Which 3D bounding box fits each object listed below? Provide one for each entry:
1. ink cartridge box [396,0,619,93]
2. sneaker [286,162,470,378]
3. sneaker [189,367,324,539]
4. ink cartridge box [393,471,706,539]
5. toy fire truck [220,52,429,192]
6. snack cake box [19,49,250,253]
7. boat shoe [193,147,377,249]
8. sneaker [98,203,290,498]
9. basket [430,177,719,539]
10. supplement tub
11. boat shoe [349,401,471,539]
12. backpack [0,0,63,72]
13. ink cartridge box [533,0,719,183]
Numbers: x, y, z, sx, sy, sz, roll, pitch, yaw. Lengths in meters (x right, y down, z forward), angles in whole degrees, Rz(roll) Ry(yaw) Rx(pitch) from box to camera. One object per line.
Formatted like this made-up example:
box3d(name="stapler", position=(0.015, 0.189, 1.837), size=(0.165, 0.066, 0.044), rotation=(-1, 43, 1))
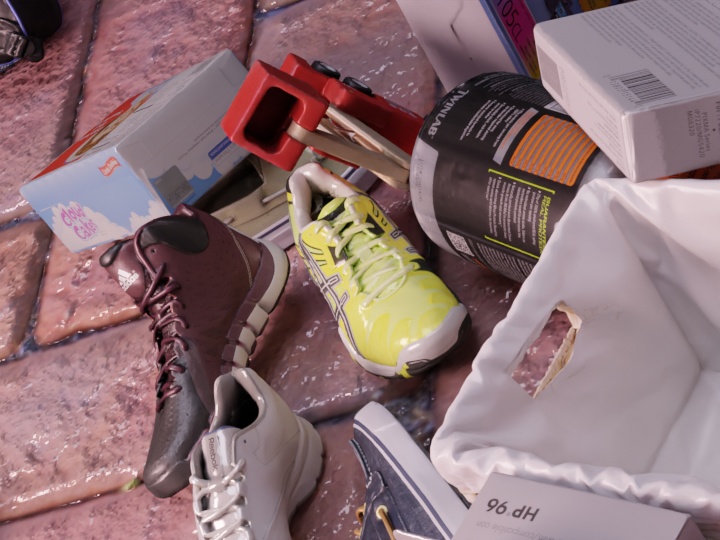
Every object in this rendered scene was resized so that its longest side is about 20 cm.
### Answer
box3d(name="ink cartridge box", position=(0.116, -0.215, 1.427), size=(0.076, 0.136, 0.200), rotation=(2, 49, 36))
box3d(name="sneaker", position=(0.000, 0.000, 1.309), size=(0.075, 0.076, 0.200), rotation=(-38, 36, -6))
box3d(name="sneaker", position=(-0.073, 0.144, 1.207), size=(0.074, 0.087, 0.200), rotation=(-19, 40, 17))
box3d(name="ink cartridge box", position=(0.114, 0.160, 0.947), size=(0.116, 0.200, 0.068), rotation=(8, 55, 42))
box3d(name="toy fire truck", position=(-0.001, -0.084, 1.313), size=(0.049, 0.200, 0.141), rotation=(-60, 25, 12))
box3d(name="snack cake box", position=(-0.151, -0.081, 1.470), size=(0.115, 0.067, 0.200), rotation=(-45, 15, -24))
box3d(name="boat shoe", position=(-0.057, -0.059, 1.445), size=(0.200, 0.062, 0.072), rotation=(-40, 37, -8))
box3d(name="sneaker", position=(-0.128, 0.041, 1.323), size=(0.076, 0.115, 0.200), rotation=(-34, 29, 47))
box3d(name="basket", position=(0.179, 0.075, 1.030), size=(0.200, 0.161, 0.198), rotation=(5, 51, 40))
box3d(name="supplement tub", position=(0.133, -0.043, 1.231), size=(0.123, 0.123, 0.200), rotation=(-46, 38, -16))
box3d(name="boat shoe", position=(0.020, 0.150, 1.143), size=(0.091, 0.071, 0.200), rotation=(-42, 33, 0))
box3d(name="backpack", position=(-0.376, -0.246, 1.811), size=(0.200, 0.183, 0.147), rotation=(-20, 15, 23))
box3d(name="ink cartridge box", position=(0.204, -0.116, 1.145), size=(0.176, 0.045, 0.200), rotation=(-14, 22, -4))
